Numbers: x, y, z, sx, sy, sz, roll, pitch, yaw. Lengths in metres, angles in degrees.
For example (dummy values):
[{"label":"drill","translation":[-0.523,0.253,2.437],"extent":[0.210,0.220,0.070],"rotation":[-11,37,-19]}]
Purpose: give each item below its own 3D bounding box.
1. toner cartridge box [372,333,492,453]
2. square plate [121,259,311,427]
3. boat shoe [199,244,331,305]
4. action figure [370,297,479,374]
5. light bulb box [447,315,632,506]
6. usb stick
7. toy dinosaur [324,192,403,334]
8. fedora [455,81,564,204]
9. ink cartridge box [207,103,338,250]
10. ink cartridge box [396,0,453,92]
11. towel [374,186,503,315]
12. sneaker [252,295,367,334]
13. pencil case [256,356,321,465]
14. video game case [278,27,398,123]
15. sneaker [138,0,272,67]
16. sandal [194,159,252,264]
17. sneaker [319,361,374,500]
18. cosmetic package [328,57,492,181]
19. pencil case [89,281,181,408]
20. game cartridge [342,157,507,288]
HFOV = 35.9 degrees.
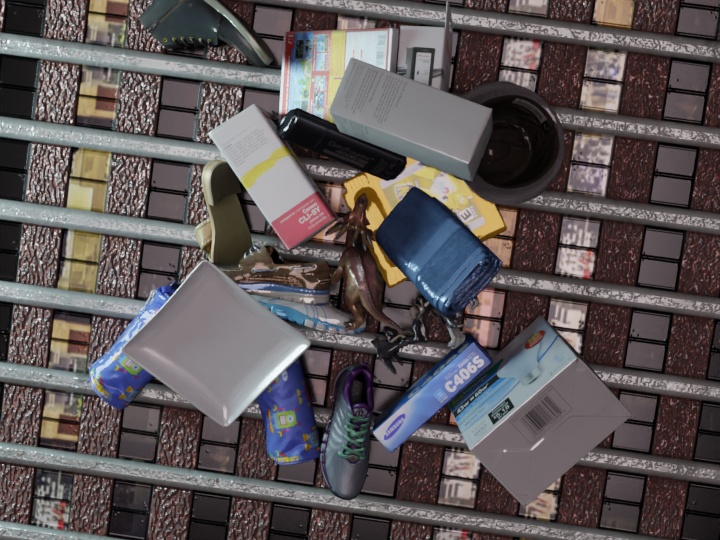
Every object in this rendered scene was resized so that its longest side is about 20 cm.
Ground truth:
[{"label":"toner cartridge box","translation":[0.105,0.180,1.647],"extent":[0.200,0.095,0.043],"rotation":[-43,91,4]},{"label":"square plate","translation":[-0.206,0.105,1.596],"extent":[0.198,0.028,0.200],"rotation":[40,110,-15]},{"label":"boat shoe","translation":[-0.139,0.000,1.605],"extent":[0.200,0.072,0.072],"rotation":[9,95,5]},{"label":"action figure","translation":[0.117,0.070,1.632],"extent":[0.200,0.119,0.102],"rotation":[-42,82,14]},{"label":"light bulb box","translation":[0.245,0.193,1.579],"extent":[0.198,0.200,0.125],"rotation":[-42,105,5]},{"label":"usb stick","translation":[-0.025,-0.178,1.578],"extent":[0.200,0.033,0.055],"rotation":[19,133,-30]},{"label":"toy dinosaur","translation":[0.000,0.000,1.592],"extent":[0.086,0.136,0.200],"rotation":[-14,59,-21]},{"label":"fedora","translation":[0.194,-0.176,1.601],"extent":[0.200,0.090,0.177],"rotation":[-28,92,-24]},{"label":"ink cartridge box","translation":[-0.122,-0.134,1.607],"extent":[0.083,0.145,0.200],"rotation":[-35,92,3]},{"label":"ink cartridge box","translation":[0.090,-0.274,1.592],"extent":[0.068,0.116,0.200],"rotation":[5,83,9]},{"label":"towel","translation":[0.106,-0.027,1.571],"extent":[0.112,0.049,0.200],"rotation":[-47,47,7]},{"label":"sneaker","translation":[-0.082,0.040,1.658],"extent":[0.200,0.075,0.087],"rotation":[16,89,1]},{"label":"pencil case","translation":[-0.119,0.193,1.665],"extent":[0.087,0.078,0.200],"rotation":[-15,93,-6]},{"label":"video game case","translation":[-0.035,-0.275,1.604],"extent":[0.200,0.017,0.143],"rotation":[7,96,36]},{"label":"sneaker","translation":[-0.226,-0.344,1.640],"extent":[0.200,0.075,0.106],"rotation":[43,100,8]},{"label":"sandal","translation":[-0.216,-0.068,1.661],"extent":[0.070,0.078,0.212],"rotation":[19,123,40]},{"label":"sneaker","translation":[-0.016,0.234,1.631],"extent":[0.074,0.088,0.200],"rotation":[5,76,-10]},{"label":"cosmetic package","translation":[0.069,-0.197,1.472],"extent":[0.200,0.108,0.085],"rotation":[21,85,8]},{"label":"pencil case","translation":[-0.323,0.111,1.661],"extent":[0.087,0.078,0.200],"rotation":[39,95,-16]},{"label":"game cartridge","translation":[0.092,-0.094,1.658],"extent":[0.200,0.032,0.176],"rotation":[-27,92,3]}]
